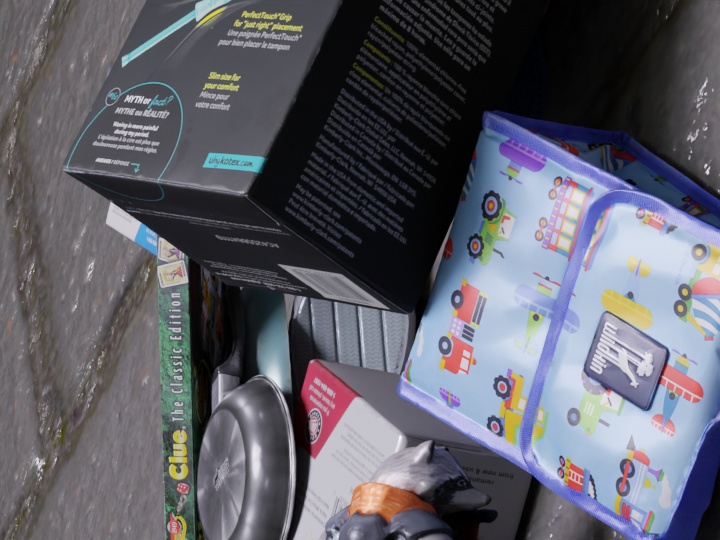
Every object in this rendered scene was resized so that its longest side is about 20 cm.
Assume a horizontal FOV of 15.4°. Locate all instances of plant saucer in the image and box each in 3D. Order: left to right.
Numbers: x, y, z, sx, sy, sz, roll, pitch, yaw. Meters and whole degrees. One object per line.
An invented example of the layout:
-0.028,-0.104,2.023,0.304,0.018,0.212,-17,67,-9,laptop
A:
-0.059,0.095,1.583,0.200,0.027,0.200,178,90,-83,plant saucer

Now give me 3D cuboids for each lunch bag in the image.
0.124,0.032,1.239,0.200,0.094,0.151,35,113,51,lunch bag

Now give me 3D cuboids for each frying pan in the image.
-0.064,0.078,1.471,0.115,0.031,0.190,153,118,-63,frying pan

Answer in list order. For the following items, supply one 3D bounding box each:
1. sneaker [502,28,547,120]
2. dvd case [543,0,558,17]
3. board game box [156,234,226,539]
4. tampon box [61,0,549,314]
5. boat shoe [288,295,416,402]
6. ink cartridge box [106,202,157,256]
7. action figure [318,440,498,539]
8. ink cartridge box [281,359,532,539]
0.056,-0.117,1.458,0.078,0.070,0.200,136,146,-55,sneaker
0.062,-0.169,1.403,0.200,0.018,0.143,-48,41,9,dvd case
-0.094,0.067,1.543,0.105,0.023,0.200,-46,-44,-77,board game box
-0.022,-0.101,1.325,0.150,0.126,0.200,10,69,48,tampon box
0.000,0.000,1.545,0.067,0.074,0.200,17,-103,-82,boat shoe
-0.090,-0.106,1.753,0.146,0.084,0.200,-150,73,-66,ink cartridge box
0.035,0.172,1.244,0.200,0.105,0.194,-9,69,35,action figure
0.007,0.165,1.419,0.148,0.086,0.200,-144,65,-64,ink cartridge box
